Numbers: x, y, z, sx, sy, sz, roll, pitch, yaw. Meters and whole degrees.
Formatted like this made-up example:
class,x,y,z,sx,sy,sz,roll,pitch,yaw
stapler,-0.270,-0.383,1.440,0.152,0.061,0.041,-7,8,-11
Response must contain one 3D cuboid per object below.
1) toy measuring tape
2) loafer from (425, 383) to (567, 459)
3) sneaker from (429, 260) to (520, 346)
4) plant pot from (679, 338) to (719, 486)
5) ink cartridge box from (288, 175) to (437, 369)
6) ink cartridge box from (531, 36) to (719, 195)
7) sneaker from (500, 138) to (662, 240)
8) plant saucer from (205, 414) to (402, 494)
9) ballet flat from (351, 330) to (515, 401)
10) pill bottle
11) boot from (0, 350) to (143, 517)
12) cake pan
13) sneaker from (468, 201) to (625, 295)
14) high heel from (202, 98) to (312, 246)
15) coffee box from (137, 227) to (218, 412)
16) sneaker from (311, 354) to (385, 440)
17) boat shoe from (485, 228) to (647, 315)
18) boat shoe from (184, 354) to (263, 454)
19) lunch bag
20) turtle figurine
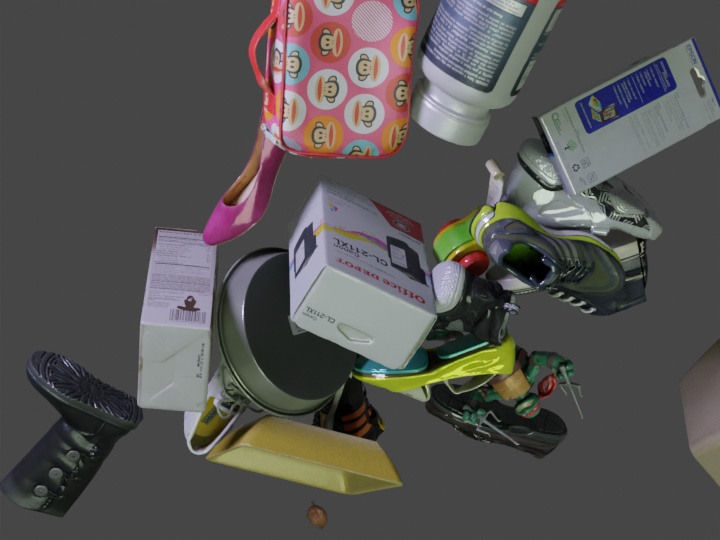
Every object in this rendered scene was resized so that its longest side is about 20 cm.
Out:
class,x,y,z,sx,sy,sz,roll,pitch,yaw
toy measuring tape,0.121,-0.047,1.533,0.073,0.074,0.201,-1,144,-4
loafer,0.169,0.202,1.713,0.198,0.072,0.063,16,124,-17
sneaker,0.112,0.050,1.550,0.113,0.200,0.076,22,74,-12
plant pot,0.514,0.184,1.667,0.176,0.201,0.200,-30,120,26
ink cartridge box,0.000,0.000,1.495,0.145,0.201,0.083,25,117,-19
ink cartridge box,0.298,-0.171,1.478,0.198,0.039,0.100,-26,99,-4
sneaker,0.248,-0.064,1.554,0.198,0.075,0.115,27,117,-14
plant saucer,-0.068,0.218,1.589,0.198,0.049,0.200,16,162,-16
ballet flat,0.090,0.120,1.586,0.198,0.067,0.068,-14,114,8
pill bottle,0.128,-0.241,1.407,0.118,0.120,0.201,19,118,-16
boot,-0.394,0.211,1.677,0.164,0.066,0.200,34,118,-21
cake pan,-0.078,0.067,1.537,0.200,0.202,0.037,41,142,-26
sneaker,0.215,-0.006,1.493,0.198,0.081,0.074,17,123,-21
high heel,-0.127,-0.118,1.485,0.200,0.068,0.096,-42,126,14
coffee box,-0.205,0.053,1.509,0.079,0.201,0.115,5,121,-7
sneaker,-0.007,0.176,1.685,0.089,0.070,0.202,4,126,-14
boat shoe,0.254,0.019,1.601,0.198,0.075,0.094,-14,114,3
boat shoe,-0.159,0.153,1.642,0.074,0.086,0.202,31,115,-22
lunch bag,-0.032,-0.219,1.400,0.174,0.082,0.202,1,108,-19
turtle figurine,0.178,0.129,1.651,0.149,0.101,0.201,-38,103,1
